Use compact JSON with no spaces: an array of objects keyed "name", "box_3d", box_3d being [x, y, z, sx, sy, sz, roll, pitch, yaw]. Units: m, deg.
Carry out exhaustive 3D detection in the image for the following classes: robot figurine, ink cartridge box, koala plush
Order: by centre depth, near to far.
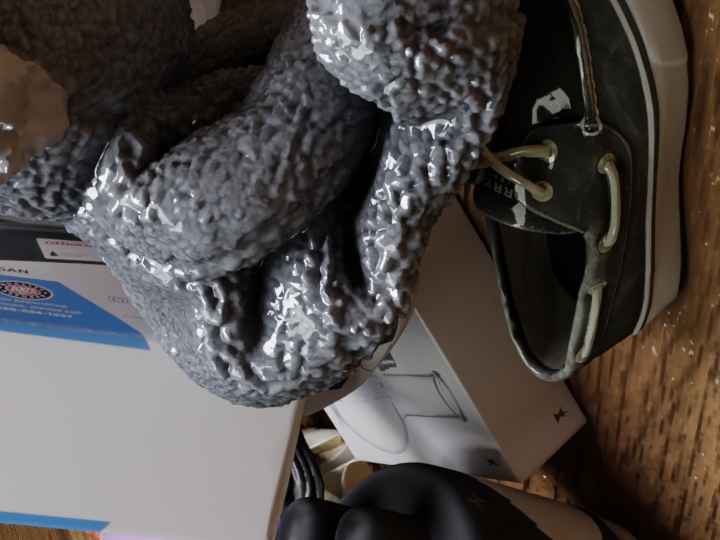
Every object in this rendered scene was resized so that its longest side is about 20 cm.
[{"name":"koala plush","box_3d":[-0.081,-0.056,0.606,0.198,0.185,0.177,15,-163,-23]},{"name":"ink cartridge box","box_3d":[-0.117,0.030,0.769,0.200,0.143,0.085,-132,53,-65]},{"name":"robot figurine","box_3d":[0.053,0.153,0.810,0.199,0.125,0.151,20,-154,-34]}]

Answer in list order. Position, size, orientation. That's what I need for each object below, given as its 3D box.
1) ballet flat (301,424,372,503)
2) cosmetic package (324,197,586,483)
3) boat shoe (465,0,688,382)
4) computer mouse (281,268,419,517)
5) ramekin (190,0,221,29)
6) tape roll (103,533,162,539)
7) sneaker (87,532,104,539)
[{"name":"ballet flat","box_3d":[-0.022,0.122,1.024,0.071,0.070,0.200,56,-175,-11]},{"name":"cosmetic package","box_3d":[0.000,0.000,0.844,0.201,0.052,0.150,58,153,-15]},{"name":"boat shoe","box_3d":[0.071,-0.041,0.636,0.070,0.064,0.201,30,148,39]},{"name":"computer mouse","box_3d":[-0.012,0.022,0.762,0.200,0.043,0.111,125,140,-59]},{"name":"ramekin","box_3d":[-0.155,-0.122,0.774,0.200,0.200,0.098,32,158,37]},{"name":"tape roll","box_3d":[-0.057,0.199,1.056,0.200,0.065,0.201,47,-162,-20]},{"name":"sneaker","box_3d":[-0.139,0.120,1.195,0.067,0.108,0.202,43,155,17]}]
